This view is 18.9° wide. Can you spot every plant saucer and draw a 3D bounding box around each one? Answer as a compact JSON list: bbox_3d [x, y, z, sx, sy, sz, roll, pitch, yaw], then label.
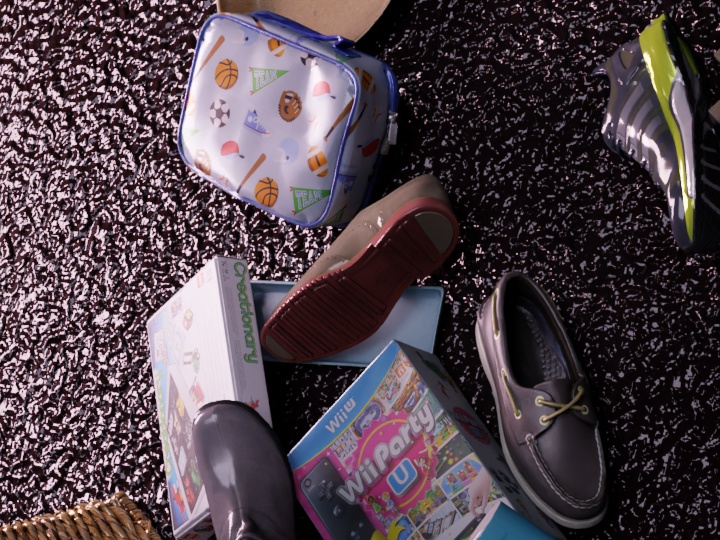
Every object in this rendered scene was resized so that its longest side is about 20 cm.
[{"bbox_3d":[-0.019,0.046,1.773,0.199,0.019,0.070,1,74,34],"label":"plant saucer"},{"bbox_3d":[-0.035,-0.263,1.886,0.199,0.035,0.202,-12,66,29],"label":"plant saucer"}]

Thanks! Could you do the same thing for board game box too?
[{"bbox_3d":[0.044,0.177,1.645,0.148,0.064,0.200,-48,54,16],"label":"board game box"},{"bbox_3d":[-0.123,0.105,1.776,0.126,0.034,0.201,-40,52,47],"label":"board game box"}]

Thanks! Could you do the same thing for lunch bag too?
[{"bbox_3d":[-0.058,-0.130,1.804,0.199,0.075,0.161,26,108,34],"label":"lunch bag"}]

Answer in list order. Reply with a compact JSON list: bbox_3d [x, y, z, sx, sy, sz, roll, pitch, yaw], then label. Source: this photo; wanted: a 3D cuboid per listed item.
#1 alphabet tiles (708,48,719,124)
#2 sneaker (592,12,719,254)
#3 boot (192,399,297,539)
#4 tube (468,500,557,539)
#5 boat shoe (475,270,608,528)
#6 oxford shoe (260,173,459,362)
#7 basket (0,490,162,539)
[{"bbox_3d":[0.362,-0.155,1.595,0.200,0.008,0.167,-42,56,4],"label":"alphabet tiles"},{"bbox_3d":[0.230,-0.095,1.641,0.081,0.074,0.201,-28,52,29],"label":"sneaker"},{"bbox_3d":[-0.083,0.198,1.616,0.069,0.132,0.201,-21,91,9],"label":"boot"},{"bbox_3d":[0.162,0.242,1.525,0.199,0.050,0.078,36,99,2],"label":"tube"},{"bbox_3d":[0.137,0.095,1.613,0.071,0.061,0.202,-11,58,-16],"label":"boat shoe"},{"bbox_3d":[0.000,0.000,1.740,0.200,0.070,0.075,-36,28,19],"label":"oxford shoe"},{"bbox_3d":[-0.222,0.306,1.778,0.200,0.148,0.143,46,132,35],"label":"basket"}]
